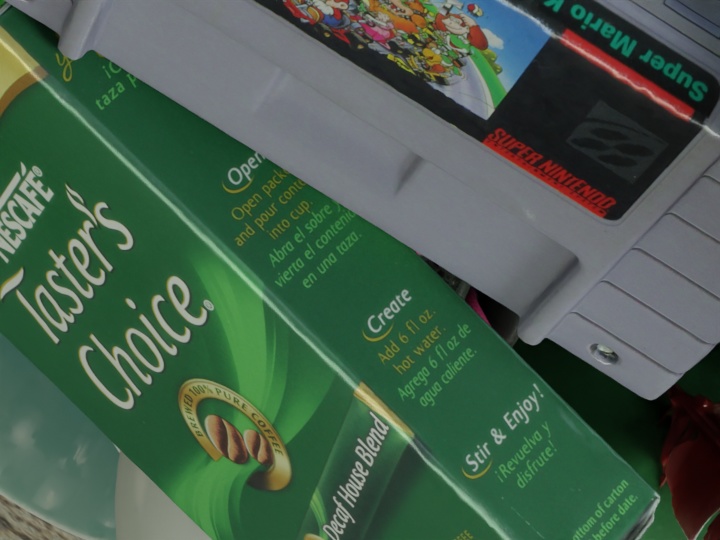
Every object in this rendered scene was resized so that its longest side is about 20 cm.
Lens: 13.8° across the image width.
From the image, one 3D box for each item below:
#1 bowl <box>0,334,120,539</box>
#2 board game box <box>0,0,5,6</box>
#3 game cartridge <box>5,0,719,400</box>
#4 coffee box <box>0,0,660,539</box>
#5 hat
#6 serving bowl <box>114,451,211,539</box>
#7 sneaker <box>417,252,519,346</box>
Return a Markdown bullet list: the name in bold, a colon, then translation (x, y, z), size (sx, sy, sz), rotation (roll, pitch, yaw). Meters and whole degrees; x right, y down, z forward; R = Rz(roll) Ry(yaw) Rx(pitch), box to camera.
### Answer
- **bowl**: translation (-0.128, 0.005, 1.168), size (0.201, 0.105, 0.201), rotation (32, 155, 17)
- **board game box**: translation (-0.121, -0.096, 0.769), size (0.200, 0.040, 0.153), rotation (12, 156, -2)
- **game cartridge**: translation (0.008, -0.050, 0.657), size (0.200, 0.038, 0.130), rotation (32, 158, -2)
- **coffee box**: translation (-0.029, 0.020, 0.762), size (0.200, 0.044, 0.123), rotation (45, 149, -1)
- **hat**: translation (0.128, 0.056, 0.840), size (0.176, 0.200, 0.166), rotation (-17, 141, 39)
- **serving bowl**: translation (0.006, 0.084, 0.986), size (0.200, 0.200, 0.066), rotation (35, -169, 10)
- **sneaker**: translation (0.000, 0.000, 0.820), size (0.200, 0.080, 0.086), rotation (-30, 82, 40)
